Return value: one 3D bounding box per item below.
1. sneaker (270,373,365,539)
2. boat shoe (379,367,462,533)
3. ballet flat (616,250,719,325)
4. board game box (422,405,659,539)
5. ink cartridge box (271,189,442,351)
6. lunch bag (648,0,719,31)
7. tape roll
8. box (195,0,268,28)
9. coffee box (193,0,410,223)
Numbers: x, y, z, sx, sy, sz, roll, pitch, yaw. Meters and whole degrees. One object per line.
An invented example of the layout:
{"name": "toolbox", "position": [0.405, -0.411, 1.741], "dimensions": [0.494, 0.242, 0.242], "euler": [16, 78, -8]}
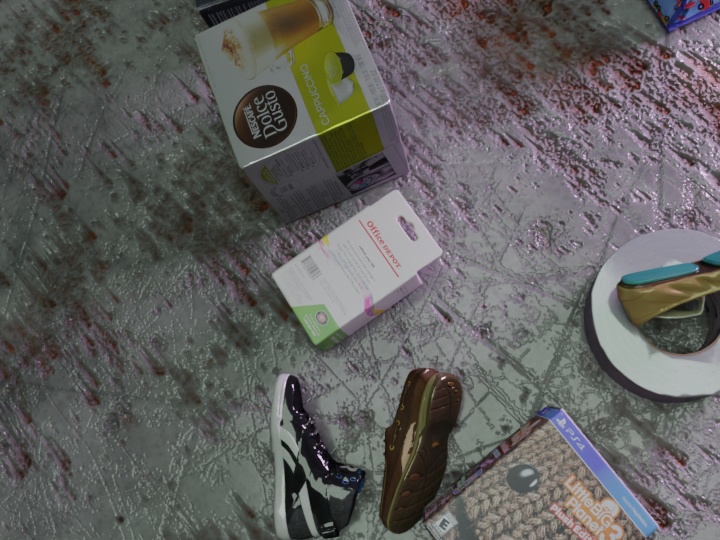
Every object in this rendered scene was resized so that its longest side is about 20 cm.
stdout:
{"name": "sneaker", "position": [-0.049, 0.228, 0.909], "dimensions": [0.111, 0.073, 0.201], "euler": [-4, 83, 6]}
{"name": "boat shoe", "position": [0.064, 0.217, 0.894], "dimensions": [0.067, 0.072, 0.201], "euler": [14, 85, 47]}
{"name": "ballet flat", "position": [0.392, 0.014, 0.825], "dimensions": [0.199, 0.069, 0.063], "euler": [-15, 101, 9]}
{"name": "board game box", "position": [0.195, 0.278, 0.822], "dimensions": [0.200, 0.097, 0.160], "euler": [-39, 80, -1]}
{"name": "ink cartridge box", "position": [0.000, 0.000, 0.955], "dimensions": [0.199, 0.067, 0.117], "euler": [-34, 72, 1]}
{"name": "lunch bag", "position": [0.477, -0.439, 0.981], "dimensions": [0.199, 0.094, 0.151], "euler": [-21, 70, -5]}
{"name": "tape roll", "position": [0.374, 0.054, 0.875], "dimensions": [0.199, 0.066, 0.202], "euler": [-3, 74, 10]}
{"name": "box", "position": [-0.141, -0.457, 1.071], "dimensions": [0.195, 0.124, 0.201], "euler": [-14, 73, 8]}
{"name": "coffee box", "position": [-0.070, -0.213, 0.954], "dimensions": [0.197, 0.200, 0.201], "euler": [-22, 72, 4]}
